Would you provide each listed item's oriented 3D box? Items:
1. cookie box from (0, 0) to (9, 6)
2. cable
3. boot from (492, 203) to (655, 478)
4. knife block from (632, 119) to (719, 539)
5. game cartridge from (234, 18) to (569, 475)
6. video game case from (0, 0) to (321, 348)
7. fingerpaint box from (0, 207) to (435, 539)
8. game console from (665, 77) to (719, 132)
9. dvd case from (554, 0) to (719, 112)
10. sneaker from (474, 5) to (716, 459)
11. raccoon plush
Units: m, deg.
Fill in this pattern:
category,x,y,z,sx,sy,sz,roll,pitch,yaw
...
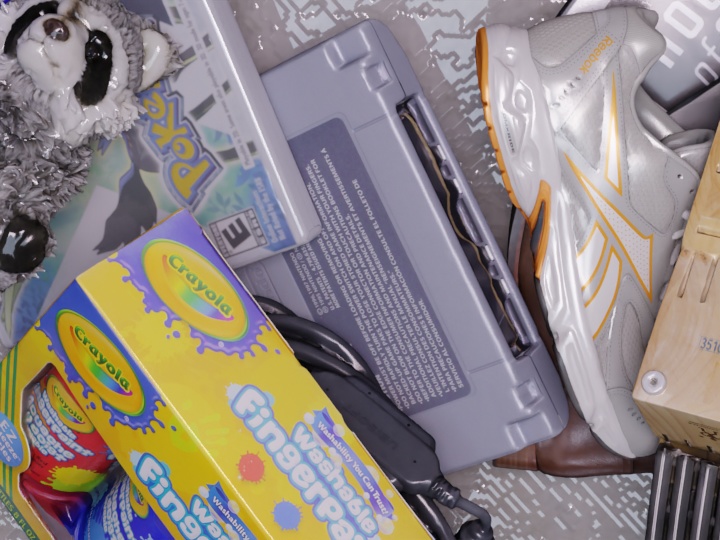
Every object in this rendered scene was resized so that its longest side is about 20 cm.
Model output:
category,x,y,z,sx,sy,sz,roll,pitch,yaw
cookie box,-0.238,-0.203,0.897,0.075,0.171,0.201,-30,76,9
cable,-0.028,0.102,1.001,0.199,0.051,0.164,35,136,22
boot,0.164,0.017,0.986,0.198,0.064,0.188,5,113,6
knife block,0.174,0.042,0.928,0.063,0.176,0.202,14,77,21
game cartridge,0.000,0.000,0.982,0.132,0.041,0.201,-22,97,35
video game case,-0.131,-0.080,0.983,0.181,0.022,0.201,-19,99,29
fingerpaint box,-0.075,0.101,0.950,0.201,0.073,0.167,53,140,3
game console,0.240,-0.014,0.899,0.116,0.176,0.201,-37,98,-22
dvd case,0.204,-0.104,0.953,0.199,0.025,0.151,36,102,-4
sneaker,0.114,-0.016,0.911,0.091,0.076,0.202,-16,108,7
raccoon plush,-0.163,-0.058,0.968,0.097,0.200,0.134,44,64,-12
